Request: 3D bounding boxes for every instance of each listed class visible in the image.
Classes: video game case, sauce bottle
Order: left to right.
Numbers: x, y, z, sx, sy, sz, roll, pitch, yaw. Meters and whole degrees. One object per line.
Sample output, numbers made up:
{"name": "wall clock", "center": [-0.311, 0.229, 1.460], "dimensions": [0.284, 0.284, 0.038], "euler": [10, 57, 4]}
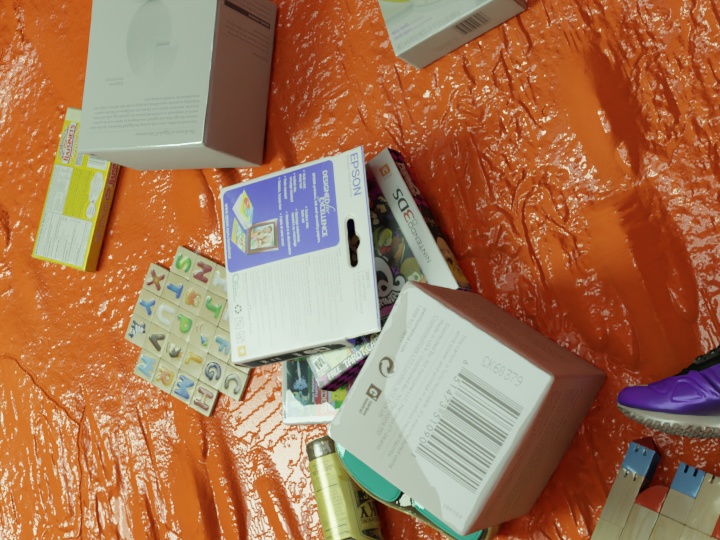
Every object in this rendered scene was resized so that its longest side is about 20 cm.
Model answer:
{"name": "video game case", "center": [-0.009, 0.065, 1.379], "dimensions": [0.180, 0.023, 0.203], "euler": [-6, 80, 31]}
{"name": "sauce bottle", "center": [-0.008, 0.274, 1.320], "dimensions": [0.064, 0.064, 0.203], "euler": [-22, 73, 27]}
{"name": "video game case", "center": [0.000, 0.000, 1.348], "dimensions": [0.199, 0.036, 0.183], "euler": [-36, 64, 23]}

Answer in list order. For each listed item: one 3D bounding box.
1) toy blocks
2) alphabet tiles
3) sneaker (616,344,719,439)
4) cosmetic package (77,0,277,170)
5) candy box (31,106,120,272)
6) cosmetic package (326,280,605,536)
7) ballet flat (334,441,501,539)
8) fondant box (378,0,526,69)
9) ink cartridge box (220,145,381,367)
{"name": "toy blocks", "center": [0.294, 0.239, 1.129], "dimensions": [0.198, 0.100, 0.138], "euler": [21, 82, 33]}
{"name": "alphabet tiles", "center": [-0.199, 0.071, 1.505], "dimensions": [0.198, 0.006, 0.169], "euler": [24, 94, 32]}
{"name": "sneaker", "center": [0.332, 0.099, 1.138], "dimensions": [0.197, 0.069, 0.101], "euler": [-1, 75, 28]}
{"name": "cosmetic package", "center": [-0.217, -0.229, 1.497], "dimensions": [0.197, 0.122, 0.203], "euler": [1, 81, 32]}
{"name": "candy box", "center": [-0.360, -0.105, 1.623], "dimensions": [0.101, 0.026, 0.203], "euler": [13, 89, 35]}
{"name": "cosmetic package", "center": [0.105, 0.125, 1.182], "dimensions": [0.164, 0.199, 0.166], "euler": [33, 98, 23]}
{"name": "ballet flat", "center": [0.059, 0.218, 1.284], "dimensions": [0.199, 0.063, 0.069], "euler": [34, 103, 26]}
{"name": "fondant box", "center": [0.081, -0.343, 1.368], "dimensions": [0.143, 0.058, 0.203], "euler": [-26, 68, 26]}
{"name": "ink cartridge box", "center": [-0.058, -0.011, 1.339], "dimensions": [0.198, 0.043, 0.201], "euler": [-14, 75, 33]}
